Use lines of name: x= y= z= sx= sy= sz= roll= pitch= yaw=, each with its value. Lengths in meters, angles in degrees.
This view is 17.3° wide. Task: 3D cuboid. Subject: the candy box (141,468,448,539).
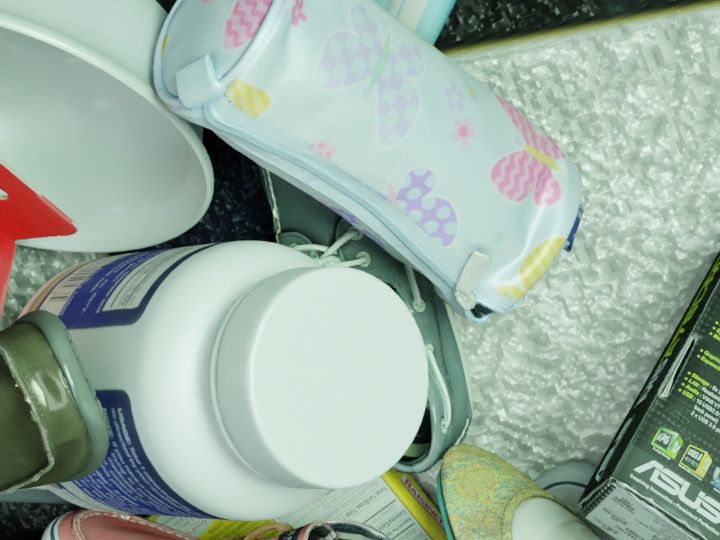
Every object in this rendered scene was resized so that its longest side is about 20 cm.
candy box: x=-0.059 y=0.147 z=1.163 sx=0.200 sy=0.026 sz=0.102 roll=-37 pitch=98 yaw=21

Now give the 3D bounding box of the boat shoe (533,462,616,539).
boat shoe: x=0.069 y=0.187 z=1.126 sx=0.073 sy=0.067 sz=0.201 roll=26 pitch=111 yaw=3

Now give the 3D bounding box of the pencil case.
pencil case: x=0.004 y=-0.058 z=1.007 sx=0.200 sy=0.091 sz=0.083 roll=36 pitch=157 yaw=-34

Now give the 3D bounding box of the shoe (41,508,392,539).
shoe: x=-0.050 y=0.144 z=1.098 sx=0.199 sy=0.072 sz=0.091 roll=28 pitch=122 yaw=7

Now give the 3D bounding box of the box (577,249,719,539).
box: x=0.219 y=0.075 z=1.001 sx=0.199 sy=0.194 sz=0.048 roll=33 pitch=149 yaw=-1

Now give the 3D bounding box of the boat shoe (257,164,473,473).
boat shoe: x=0.000 y=0.000 z=1.082 sx=0.072 sy=0.062 sz=0.201 roll=-17 pitch=104 yaw=17

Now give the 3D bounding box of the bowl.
bowl: x=-0.152 y=-0.095 z=1.049 sx=0.199 sy=0.091 sz=0.201 roll=10 pitch=153 yaw=5

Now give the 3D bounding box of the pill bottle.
pill bottle: x=-0.063 y=0.049 z=1.032 sx=0.199 sy=0.119 sz=0.120 roll=-4 pitch=112 yaw=56

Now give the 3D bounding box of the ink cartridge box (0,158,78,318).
ink cartridge box: x=-0.242 y=-0.006 z=1.079 sx=0.199 sy=0.068 sz=0.116 roll=-9 pitch=147 yaw=30

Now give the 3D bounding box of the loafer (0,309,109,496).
loafer: x=-0.172 y=0.073 z=1.026 sx=0.200 sy=0.069 sz=0.076 roll=-30 pitch=85 yaw=57

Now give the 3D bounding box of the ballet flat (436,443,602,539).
ballet flat: x=0.097 y=0.161 z=1.046 sx=0.070 sy=0.071 sz=0.201 roll=-26 pitch=74 yaw=19

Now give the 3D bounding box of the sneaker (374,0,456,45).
sneaker: x=0.006 y=-0.202 z=1.007 sx=0.130 sy=0.080 sz=0.201 roll=22 pitch=110 yaw=3

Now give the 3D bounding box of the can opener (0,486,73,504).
can opener: x=-0.189 y=0.082 z=1.158 sx=0.198 sy=0.067 sz=0.053 roll=2 pitch=106 yaw=3
